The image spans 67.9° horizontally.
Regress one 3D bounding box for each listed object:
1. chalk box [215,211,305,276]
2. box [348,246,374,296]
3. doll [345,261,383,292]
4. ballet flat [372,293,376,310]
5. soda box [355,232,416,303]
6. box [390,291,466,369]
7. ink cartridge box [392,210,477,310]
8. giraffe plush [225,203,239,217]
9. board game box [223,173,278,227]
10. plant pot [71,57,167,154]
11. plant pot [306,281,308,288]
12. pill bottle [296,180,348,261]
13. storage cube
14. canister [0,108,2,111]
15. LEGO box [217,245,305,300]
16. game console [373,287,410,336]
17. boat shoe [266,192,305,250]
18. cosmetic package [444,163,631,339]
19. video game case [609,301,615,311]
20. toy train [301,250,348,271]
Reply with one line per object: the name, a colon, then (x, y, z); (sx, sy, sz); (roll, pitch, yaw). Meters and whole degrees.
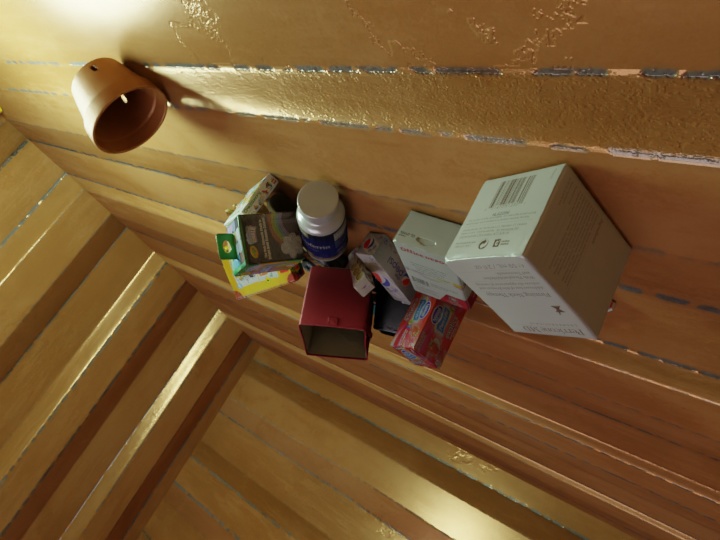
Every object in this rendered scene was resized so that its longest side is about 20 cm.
chalk box: (-0.254, -0.063, 1.301); (0.196, 0.127, 0.123); (-7, 171, -29)
box: (0.000, 0.000, 1.332); (0.039, 0.041, 0.201); (46, -167, -20)
doll: (0.050, 0.038, 1.489); (0.197, 0.049, 0.137); (30, 161, 11)
ballet flat: (0.074, 0.101, 1.566); (0.196, 0.066, 0.071); (18, 150, 18)
soda box: (0.074, -0.004, 1.327); (0.063, 0.069, 0.200); (11, 152, 45)
box: (0.169, 0.119, 1.267); (0.095, 0.202, 0.099); (38, 160, -24)
ink cartridge box: (0.168, -0.019, 1.122); (0.144, 0.084, 0.201); (21, 157, 31)
giraffe plush: (-0.319, -0.122, 1.588); (0.164, 0.170, 0.201); (61, -178, -36)
board game box: (-0.291, -0.174, 1.407); (0.034, 0.128, 0.199); (38, 159, -18)
plant pot: (-0.581, -0.401, 1.267); (0.140, 0.199, 0.200); (47, 162, 9)
plant pot: (-0.066, 0.081, 1.627); (0.092, 0.203, 0.201); (-27, 124, 30)
pill bottle: (-0.089, -0.115, 1.253); (0.114, 0.117, 0.201); (27, 159, 14)
storage cube: (-0.059, 0.114, 1.430); (0.195, 0.183, 0.172); (5, 145, 7)
canister: (-1.664, -0.647, 2.322); (0.147, 0.202, 0.087); (7, 150, 50)
LEGO box: (-0.276, -0.022, 1.491); (0.196, 0.077, 0.152); (-16, 102, 18)
game console: (0.144, 0.134, 1.481); (0.196, 0.180, 0.116); (11, -162, 16)
boat shoe: (-0.176, -0.125, 1.439); (0.201, 0.074, 0.066); (53, 158, -21)
cosmetic package: (0.274, -0.024, 0.825); (0.199, 0.168, 0.166); (40, 159, -24)
video game case: (0.365, 0.030, 1.030); (0.198, 0.018, 0.143); (34, 161, -1)
toy train: (-0.125, -0.044, 1.536); (0.199, 0.086, 0.114); (39, 147, -8)
